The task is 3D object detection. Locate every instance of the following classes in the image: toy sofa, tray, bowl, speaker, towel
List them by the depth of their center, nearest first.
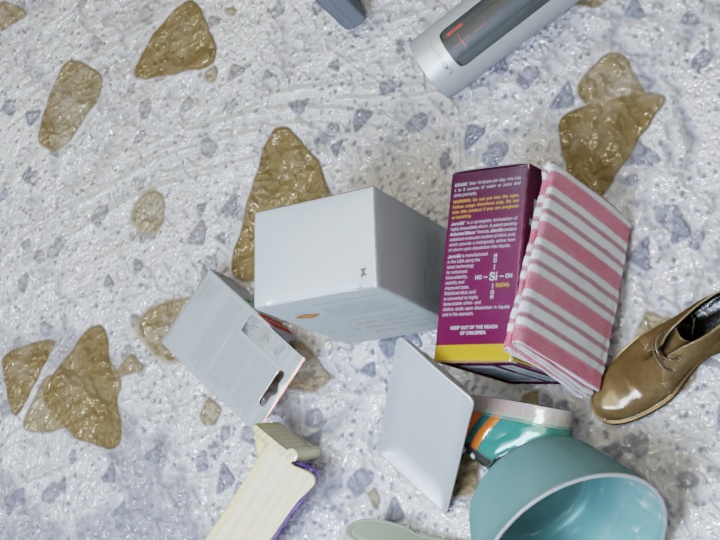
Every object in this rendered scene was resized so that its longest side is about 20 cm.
[{"bbox_3d":[0.183,0.238,1.309,0.201,0.200,0.105,-46,39,12],"label":"bowl"},{"bbox_3d":[0.205,0.010,1.353,0.030,0.146,0.203,-4,64,43],"label":"towel"},{"bbox_3d":[0.070,0.159,1.408,0.022,0.201,0.107,-32,58,-30],"label":"tray"},{"bbox_3d":[0.153,-0.281,1.521,0.199,0.081,0.082,-35,61,18],"label":"speaker"},{"bbox_3d":[-0.120,0.276,1.528,0.097,0.083,0.201,35,96,17],"label":"toy sofa"}]

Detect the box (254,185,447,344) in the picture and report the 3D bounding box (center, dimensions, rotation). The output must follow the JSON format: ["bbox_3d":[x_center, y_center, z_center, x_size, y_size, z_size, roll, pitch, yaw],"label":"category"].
[{"bbox_3d":[0.000,0.000,1.463,0.150,0.199,0.108,-10,71,27],"label":"box"}]

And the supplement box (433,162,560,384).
[{"bbox_3d":[0.160,0.007,1.397,0.102,0.130,0.203,-4,75,42],"label":"supplement box"}]

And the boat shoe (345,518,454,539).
[{"bbox_3d":[0.075,0.315,1.412,0.199,0.072,0.061,14,112,22],"label":"boat shoe"}]

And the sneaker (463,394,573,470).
[{"bbox_3d":[0.126,0.171,1.417,0.198,0.071,0.081,5,84,37],"label":"sneaker"}]

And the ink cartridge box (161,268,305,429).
[{"bbox_3d":[-0.139,0.097,1.602,0.200,0.050,0.110,38,97,37],"label":"ink cartridge box"}]

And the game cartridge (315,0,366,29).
[{"bbox_3d":[-0.060,-0.388,1.645,0.041,0.133,0.202,-32,62,19],"label":"game cartridge"}]

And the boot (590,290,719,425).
[{"bbox_3d":[0.299,0.079,1.335,0.199,0.075,0.074,-40,64,19],"label":"boot"}]
